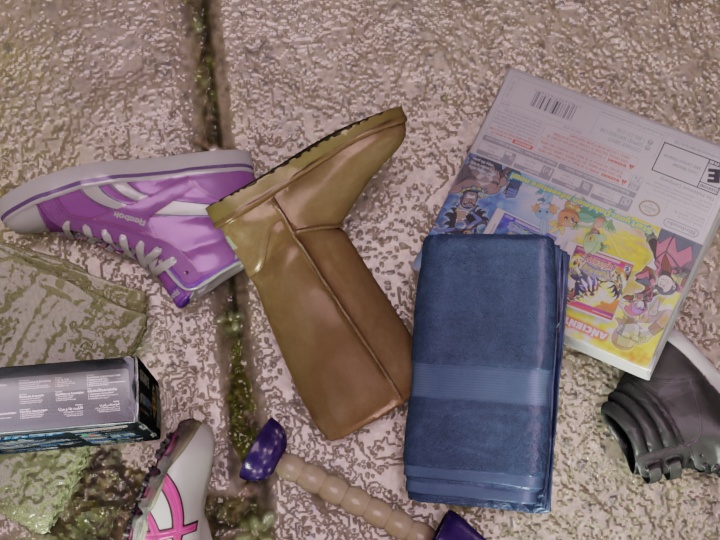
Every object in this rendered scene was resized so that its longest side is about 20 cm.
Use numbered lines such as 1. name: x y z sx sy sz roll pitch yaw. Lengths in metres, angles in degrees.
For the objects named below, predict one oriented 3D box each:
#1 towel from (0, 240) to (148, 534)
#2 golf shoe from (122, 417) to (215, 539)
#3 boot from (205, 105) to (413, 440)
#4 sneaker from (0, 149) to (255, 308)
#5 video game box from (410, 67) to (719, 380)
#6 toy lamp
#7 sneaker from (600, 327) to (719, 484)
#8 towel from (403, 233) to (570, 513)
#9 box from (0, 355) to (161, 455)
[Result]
1. towel: -0.258 0.086 1.035 0.148 0.036 0.201 21 79 1
2. golf shoe: -0.134 0.211 1.002 0.092 0.073 0.201 17 90 -5
3. boot: 0.000 0.000 1.022 0.175 0.066 0.200 -30 97 3
4. sneaker: -0.174 -0.025 1.039 0.200 0.073 0.115 -8 82 -3
5. video game box: 0.167 -0.038 1.039 0.199 0.047 0.183 24 78 19
6. toy lamp: 0.008 0.179 1.017 0.200 0.058 0.058 29 81 5
7. sneaker: 0.264 0.145 1.024 0.099 0.071 0.200 -42 78 -6
8. towel: 0.091 0.073 0.988 0.111 0.049 0.201 4 88 19
9. box: -0.243 0.099 0.935 0.199 0.159 0.046 -5 79 -4
